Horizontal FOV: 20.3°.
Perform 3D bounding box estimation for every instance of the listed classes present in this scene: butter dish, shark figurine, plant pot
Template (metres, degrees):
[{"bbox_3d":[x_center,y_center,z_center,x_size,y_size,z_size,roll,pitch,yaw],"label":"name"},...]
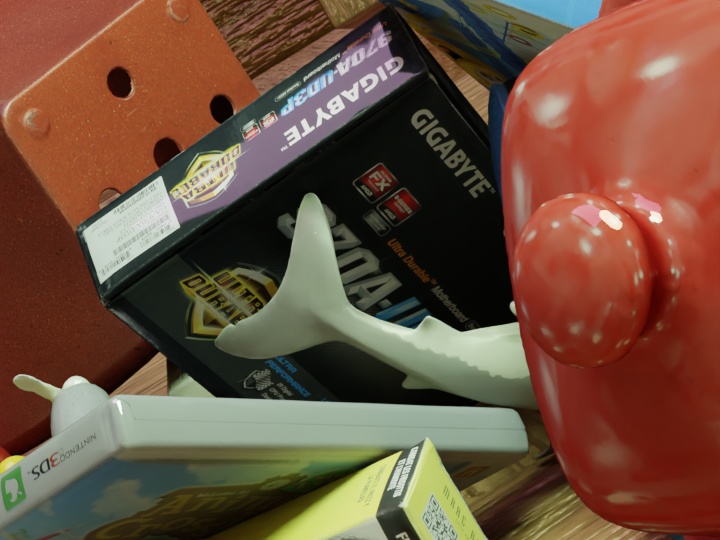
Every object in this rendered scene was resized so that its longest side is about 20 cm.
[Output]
[{"bbox_3d":[0.104,-0.004,0.532,0.147,0.201,0.199,-7,-4,-36],"label":"butter dish"},{"bbox_3d":[0.062,0.039,0.788,0.213,0.129,0.090,-6,-42,-23],"label":"shark figurine"},{"bbox_3d":[-0.143,-0.040,1.022,0.176,0.201,0.200,-13,25,50],"label":"plant pot"}]

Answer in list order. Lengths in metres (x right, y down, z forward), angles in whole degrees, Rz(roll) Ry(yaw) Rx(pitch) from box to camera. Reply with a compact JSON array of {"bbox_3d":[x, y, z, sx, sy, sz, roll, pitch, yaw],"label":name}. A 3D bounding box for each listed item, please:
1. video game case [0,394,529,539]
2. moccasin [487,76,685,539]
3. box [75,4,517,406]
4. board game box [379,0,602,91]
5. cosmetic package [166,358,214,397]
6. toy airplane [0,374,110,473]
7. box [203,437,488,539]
[{"bbox_3d":[-0.065,0.093,0.733,0.199,0.022,0.182,6,-31,-46],"label":"video game case"},{"bbox_3d":[0.103,0.008,0.716,0.068,0.201,0.081,-18,-33,-7],"label":"moccasin"},{"bbox_3d":[0.000,0.000,0.849,0.159,0.200,0.046,-34,50,9],"label":"box"},{"bbox_3d":[0.108,-0.085,0.765,0.199,0.196,0.056,26,86,39],"label":"board game box"},{"bbox_3d":[-0.045,0.044,1.070,0.103,0.073,0.200,-31,11,2],"label":"cosmetic package"},{"bbox_3d":[-0.187,0.127,0.911,0.199,0.142,0.200,-16,18,48],"label":"toy airplane"},{"bbox_3d":[-0.046,0.134,0.703,0.199,0.076,0.050,-25,13,23],"label":"box"}]
